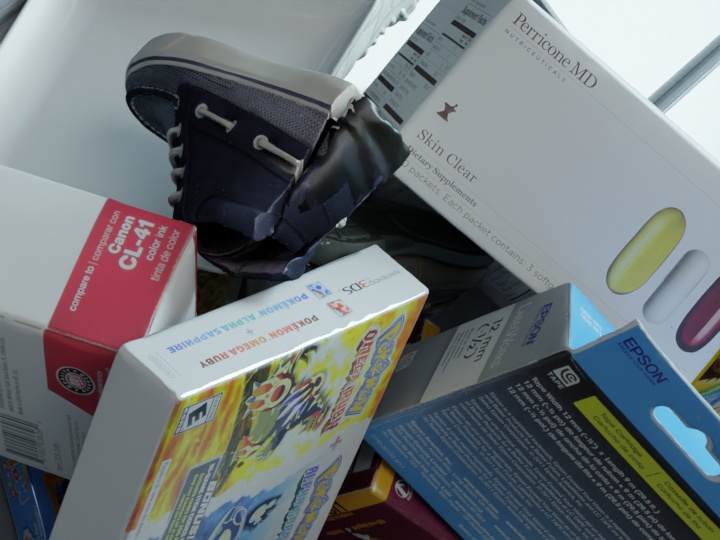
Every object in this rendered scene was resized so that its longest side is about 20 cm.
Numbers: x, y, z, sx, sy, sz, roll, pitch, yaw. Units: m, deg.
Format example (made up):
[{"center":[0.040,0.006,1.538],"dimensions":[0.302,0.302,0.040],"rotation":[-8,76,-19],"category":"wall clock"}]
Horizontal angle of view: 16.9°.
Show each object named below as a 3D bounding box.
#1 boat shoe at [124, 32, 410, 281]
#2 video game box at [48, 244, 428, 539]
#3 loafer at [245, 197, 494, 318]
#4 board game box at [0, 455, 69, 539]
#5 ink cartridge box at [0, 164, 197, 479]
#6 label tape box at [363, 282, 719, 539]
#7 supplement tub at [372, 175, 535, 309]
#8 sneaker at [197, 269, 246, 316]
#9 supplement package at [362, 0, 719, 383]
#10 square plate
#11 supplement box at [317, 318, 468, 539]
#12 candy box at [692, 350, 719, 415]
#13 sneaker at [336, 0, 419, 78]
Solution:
[{"center":[-0.072,-0.054,1.171],"dimensions":[0.093,0.200,0.075],"rotation":[-51,125,-18],"category":"boat shoe"},{"center":[-0.068,0.097,1.161],"dimensions":[0.047,0.200,0.182],"rotation":[38,37,22],"category":"video game box"},{"center":[0.000,0.000,1.274],"dimensions":[0.200,0.072,0.063],"rotation":[3,115,-58],"category":"loafer"},{"center":[-0.117,0.098,1.286],"dimensions":[0.151,0.037,0.201],"rotation":[-10,80,-34],"category":"board game box"},{"center":[-0.183,0.017,1.163],"dimensions":[0.199,0.148,0.086],"rotation":[20,59,7],"category":"ink cartridge box"},{"center":[0.116,0.082,1.201],"dimensions":[0.143,0.200,0.066],"rotation":[46,48,-19],"category":"label tape box"},{"center":[0.108,-0.041,1.408],"dimensions":[0.200,0.132,0.132],"rotation":[42,58,-12],"category":"supplement tub"},{"center":[-0.045,-0.009,1.305],"dimensions":[0.090,0.075,0.201],"rotation":[30,60,-28],"category":"sneaker"},{"center":[0.107,-0.048,1.259],"dimensions":[0.200,0.156,0.111],"rotation":[38,94,-12],"category":"supplement package"},{"center":[-0.111,-0.091,1.295],"dimensions":[0.197,0.028,0.200],"rotation":[14,59,22],"category":"square plate"},{"center":[0.066,0.130,1.336],"dimensions":[0.200,0.086,0.111],"rotation":[36,56,-26],"category":"supplement box"},{"center":[0.238,0.050,1.450],"dimensions":[0.200,0.102,0.026],"rotation":[-14,61,-45],"category":"candy box"},{"center":[-0.002,-0.160,1.421],"dimensions":[0.081,0.075,0.201],"rotation":[35,62,-33],"category":"sneaker"}]
